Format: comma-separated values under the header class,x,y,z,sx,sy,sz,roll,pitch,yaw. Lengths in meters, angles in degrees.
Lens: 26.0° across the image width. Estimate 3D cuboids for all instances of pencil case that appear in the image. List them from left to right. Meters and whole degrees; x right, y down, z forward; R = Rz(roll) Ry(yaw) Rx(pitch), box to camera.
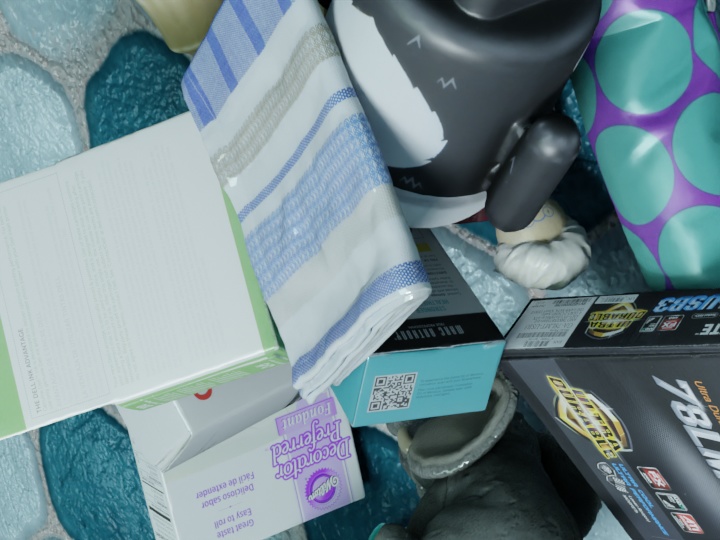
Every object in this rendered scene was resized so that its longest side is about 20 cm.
class,x,y,z,sx,sy,sz,roll,pitch,yaw
pencil case,0.164,-0.076,0.795,0.092,0.085,0.202,-18,95,31

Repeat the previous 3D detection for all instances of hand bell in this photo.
class,x,y,z,sx,sy,sz,roll,pitch,yaw
hand bell,-0.088,-0.127,1.047,0.104,0.104,0.201,-2,118,45

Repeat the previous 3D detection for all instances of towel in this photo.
class,x,y,z,sx,sy,sz,roll,pitch,yaw
towel,-0.033,-0.048,0.774,0.147,0.024,0.202,-45,62,57

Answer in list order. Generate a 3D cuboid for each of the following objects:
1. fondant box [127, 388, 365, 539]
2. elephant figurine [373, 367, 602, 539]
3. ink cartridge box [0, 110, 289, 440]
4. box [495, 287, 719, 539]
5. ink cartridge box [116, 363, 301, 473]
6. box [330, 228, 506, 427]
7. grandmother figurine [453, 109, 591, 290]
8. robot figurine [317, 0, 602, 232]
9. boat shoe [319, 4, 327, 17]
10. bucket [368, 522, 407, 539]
class,x,y,z,sx,sy,sz,roll,pitch,yaw
fondant box,-0.088,0.081,1.066,0.058,0.143,0.202,11,116,60
elephant figurine,0.074,0.124,0.937,0.153,0.201,0.142,6,140,8
ink cartridge box,-0.148,0.009,0.874,0.198,0.048,0.147,-19,77,11
box,0.193,0.095,0.795,0.198,0.050,0.201,-2,132,53
ink cartridge box,-0.069,0.011,0.975,0.147,0.199,0.086,59,149,8
box,0.000,0.000,0.873,0.201,0.081,0.050,-121,35,-46
grandmother figurine,0.061,-0.072,0.877,0.201,0.121,0.061,57,-179,19
robot figurine,0.040,-0.109,0.761,0.201,0.124,0.151,116,162,-51
boat shoe,-0.048,-0.121,0.932,0.201,0.071,0.073,-103,3,-49
bucket,0.031,0.274,1.042,0.206,0.134,0.209,19,119,38
